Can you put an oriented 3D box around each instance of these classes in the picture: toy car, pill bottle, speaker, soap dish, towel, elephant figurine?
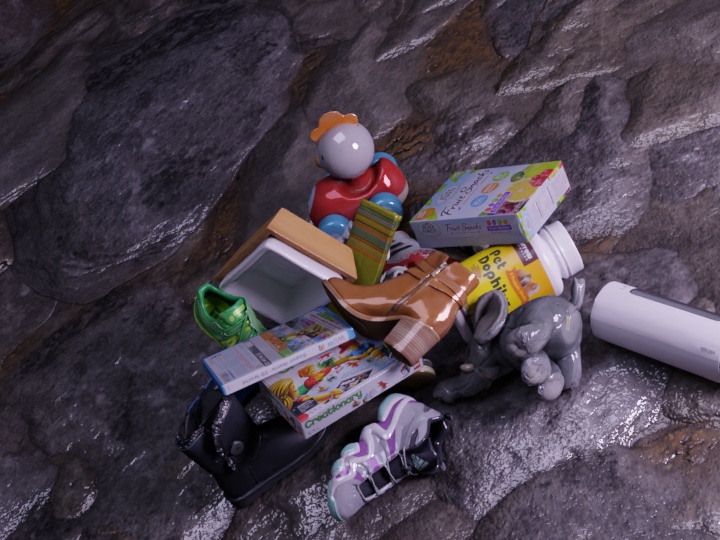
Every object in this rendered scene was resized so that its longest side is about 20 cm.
[{"bbox_3d":[-0.031,-0.171,1.872,0.174,0.202,0.185,-22,29,12],"label":"toy car"},{"bbox_3d":[0.213,0.012,1.609,0.198,0.110,0.110,-30,38,3],"label":"pill bottle"},{"bbox_3d":[0.393,0.078,1.443,0.198,0.082,0.081,21,61,46],"label":"speaker"},{"bbox_3d":[-0.111,-0.002,1.701,0.200,0.156,0.082,-37,29,52],"label":"soap dish"},{"bbox_3d":[0.000,0.000,1.683,0.086,0.018,0.203,29,105,44],"label":"towel"},{"bbox_3d":[0.197,0.097,1.525,0.154,0.144,0.199,-22,15,-32],"label":"elephant figurine"}]

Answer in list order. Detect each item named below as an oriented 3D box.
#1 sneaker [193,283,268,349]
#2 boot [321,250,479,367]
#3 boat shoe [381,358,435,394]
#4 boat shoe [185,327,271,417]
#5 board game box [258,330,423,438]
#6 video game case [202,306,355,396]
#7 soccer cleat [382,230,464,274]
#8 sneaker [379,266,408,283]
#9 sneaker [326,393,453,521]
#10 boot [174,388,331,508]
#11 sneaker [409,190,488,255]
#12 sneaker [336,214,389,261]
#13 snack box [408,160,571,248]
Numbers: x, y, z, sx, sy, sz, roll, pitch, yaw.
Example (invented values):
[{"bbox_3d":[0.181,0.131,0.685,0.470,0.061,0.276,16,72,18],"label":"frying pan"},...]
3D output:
[{"bbox_3d":[-0.181,0.092,1.694,0.199,0.084,0.074,34,62,22],"label":"sneaker"},{"bbox_3d":[0.053,0.024,1.558,0.199,0.077,0.156,31,73,39],"label":"boot"},{"bbox_3d":[0.015,0.141,1.627,0.197,0.073,0.066,-9,60,23],"label":"boat shoe"},{"bbox_3d":[-0.204,0.162,1.755,0.200,0.085,0.068,-46,38,-19],"label":"boat shoe"},{"bbox_3d":[-0.028,0.141,1.559,0.198,0.035,0.126,-29,37,-21],"label":"board game box"},{"bbox_3d":[-0.118,0.110,1.593,0.197,0.018,0.143,-24,17,-14],"label":"video game case"},{"bbox_3d":[0.078,-0.024,1.770,0.197,0.069,0.086,-5,57,37],"label":"soccer cleat"},{"bbox_3d":[0.047,0.029,1.728,0.197,0.081,0.071,-6,46,31],"label":"sneaker"},{"bbox_3d":[0.051,0.254,1.488,0.138,0.078,0.201,10,55,41],"label":"sneaker"},{"bbox_3d":[-0.147,0.220,1.584,0.199,0.169,0.076,-40,40,-10],"label":"boot"},{"bbox_3d":[0.136,-0.059,1.773,0.098,0.071,0.201,-30,33,6],"label":"sneaker"},{"bbox_3d":[-0.021,-0.009,1.753,0.200,0.074,0.082,-44,48,41],"label":"sneaker"},{"bbox_3d":[0.187,-0.095,1.643,0.198,0.054,0.142,-2,33,44],"label":"snack box"}]
